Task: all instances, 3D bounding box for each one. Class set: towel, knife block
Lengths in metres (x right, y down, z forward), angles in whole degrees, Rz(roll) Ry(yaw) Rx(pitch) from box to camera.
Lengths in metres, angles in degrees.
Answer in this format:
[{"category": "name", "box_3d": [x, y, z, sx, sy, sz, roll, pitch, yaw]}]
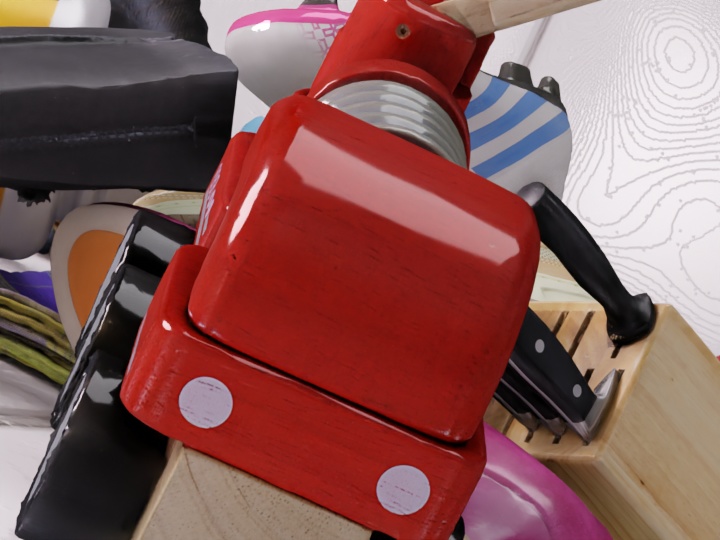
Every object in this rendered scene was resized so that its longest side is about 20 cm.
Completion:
[{"category": "towel", "box_3d": [-0.081, 0.032, 0.865, 0.143, 0.023, 0.200, 25, 2, 14]}, {"category": "knife block", "box_3d": [0.088, 0.053, 0.767, 0.199, 0.064, 0.176, 26, -25, 9]}]

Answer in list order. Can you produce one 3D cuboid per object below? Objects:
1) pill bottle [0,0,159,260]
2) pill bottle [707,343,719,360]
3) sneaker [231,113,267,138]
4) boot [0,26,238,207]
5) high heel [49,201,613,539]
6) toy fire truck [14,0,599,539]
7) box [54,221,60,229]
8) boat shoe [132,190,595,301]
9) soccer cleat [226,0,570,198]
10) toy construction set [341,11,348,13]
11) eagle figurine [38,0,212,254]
[{"category": "pill bottle", "box_3d": [-0.163, -0.070, 0.858, 0.199, 0.110, 0.109, 15, 3, -5]}, {"category": "pill bottle", "box_3d": [0.171, 0.096, 0.949, 0.112, 0.113, 0.200, 23, 3, -37]}, {"category": "sneaker", "box_3d": [-0.014, 0.011, 0.976, 0.076, 0.081, 0.200, 19, -19, 23]}, {"category": "boot", "box_3d": [-0.158, -0.065, 0.751, 0.199, 0.066, 0.165, -7, 30, -26]}, {"category": "high heel", "box_3d": [-0.010, 0.041, 0.737, 0.200, 0.068, 0.096, 32, 16, 30]}, {"category": "toy fire truck", "box_3d": [0.020, -0.019, 0.571, 0.128, 0.201, 0.176, 24, 17, -7]}, {"category": "box", "box_3d": [-0.127, -0.014, 1.267, 0.163, 0.021, 0.200, 29, 1, -6]}, {"category": "boat shoe", "box_3d": [0.000, 0.000, 0.856, 0.199, 0.072, 0.076, 15, 39, -25]}, {"category": "soccer cleat", "box_3d": [0.024, -0.055, 0.995, 0.070, 0.087, 0.199, -9, -16, 42]}, {"category": "toy construction set", "box_3d": [0.000, -0.017, 1.090, 0.092, 0.131, 0.201, 35, -33, 56]}, {"category": "eagle figurine", "box_3d": [-0.159, -0.083, 1.014, 0.151, 0.152, 0.200, 7, 1, 10]}]
